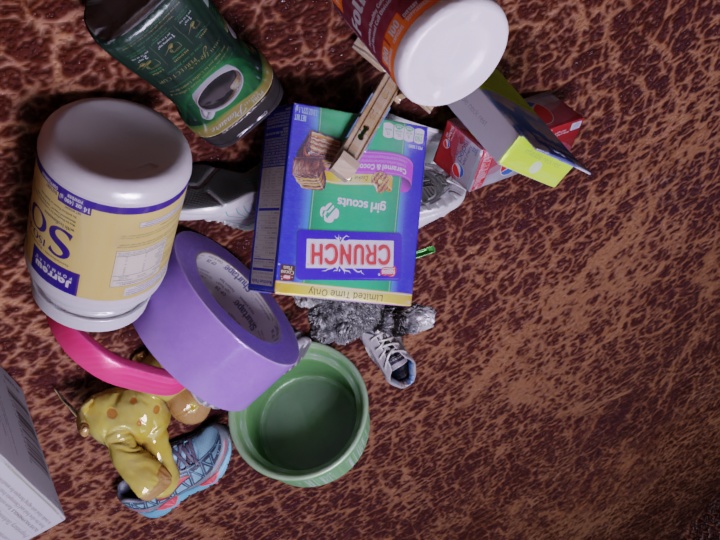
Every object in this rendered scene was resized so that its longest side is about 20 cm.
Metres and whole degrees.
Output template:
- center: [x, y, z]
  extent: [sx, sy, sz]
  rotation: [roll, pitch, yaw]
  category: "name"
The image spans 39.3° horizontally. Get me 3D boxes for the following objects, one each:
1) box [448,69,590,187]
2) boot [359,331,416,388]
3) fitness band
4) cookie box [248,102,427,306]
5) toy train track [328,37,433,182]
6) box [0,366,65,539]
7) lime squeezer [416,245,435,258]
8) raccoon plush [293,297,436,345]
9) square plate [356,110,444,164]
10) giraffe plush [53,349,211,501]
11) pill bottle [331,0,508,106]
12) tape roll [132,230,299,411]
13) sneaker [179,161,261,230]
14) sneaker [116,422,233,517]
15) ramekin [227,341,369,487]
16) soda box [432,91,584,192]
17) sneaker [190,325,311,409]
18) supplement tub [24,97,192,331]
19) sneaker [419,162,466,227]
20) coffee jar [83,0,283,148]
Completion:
- center: [0.162, -0.171, 1.143]
  extent: [0.122, 0.200, 0.048]
  rotation: [12, 126, -47]
  category: "box"
- center: [0.039, 0.099, 1.475]
  extent: [0.073, 0.096, 0.200]
  rotation: [-32, 147, -2]
  category: "boot"
- center: [-0.265, 0.074, 1.145]
  extent: [0.037, 0.144, 0.200]
  rotation: [-45, 145, 16]
  category: "fitness band"
- center: [-0.023, -0.067, 1.101]
  extent: [0.170, 0.075, 0.202]
  rotation: [6, 90, -28]
  category: "cookie box"
- center: [0.026, -0.182, 1.068]
  extent: [0.114, 0.032, 0.201]
  rotation: [37, 68, -19]
  category: "toy train track"
- center: [-0.456, 0.195, 1.088]
  extent: [0.171, 0.199, 0.200]
  rotation: [-28, 145, -8]
  category: "box"
- center: [0.000, 0.000, 1.257]
  extent: [0.199, 0.038, 0.071]
  rotation: [-17, 161, -36]
  category: "lime squeezer"
- center: [-0.005, 0.020, 1.316]
  extent: [0.198, 0.097, 0.134]
  rotation: [-8, 145, 3]
  category: "raccoon plush"
- center: [0.016, -0.111, 1.253]
  extent: [0.197, 0.029, 0.200]
  rotation: [7, 129, -45]
  category: "square plate"
- center: [-0.264, 0.172, 1.294]
  extent: [0.162, 0.172, 0.200]
  rotation: [-40, 113, -7]
  category: "giraffe plush"
- center: [0.039, -0.256, 0.934]
  extent: [0.114, 0.200, 0.115]
  rotation: [-22, 144, -17]
  category: "pill bottle"
- center: [-0.168, 0.057, 1.154]
  extent: [0.085, 0.201, 0.200]
  rotation: [-41, 146, 13]
  category: "tape roll"
- center: [-0.142, -0.075, 1.129]
  extent: [0.199, 0.071, 0.080]
  rotation: [-11, 143, -31]
  category: "sneaker"
- center: [-0.273, 0.292, 1.474]
  extent: [0.200, 0.079, 0.095]
  rotation: [-41, 144, 11]
  category: "sneaker"
- center: [-0.080, 0.210, 1.432]
  extent: [0.199, 0.201, 0.098]
  rotation: [-30, 154, -5]
  category: "ramekin"
- center: [0.187, -0.165, 1.260]
  extent: [0.199, 0.070, 0.064]
  rotation: [-21, 144, -38]
  category: "soda box"
- center: [-0.155, 0.115, 1.307]
  extent: [0.200, 0.082, 0.075]
  rotation: [-22, 146, -52]
  category: "sneaker"
- center: [-0.253, -0.052, 0.996]
  extent: [0.145, 0.146, 0.201]
  rotation: [-8, 139, -33]
  category: "supplement tub"
- center: [0.036, -0.066, 1.248]
  extent: [0.199, 0.078, 0.100]
  rotation: [-19, 152, -5]
  category: "sneaker"
- center: [-0.158, -0.201, 0.942]
  extent: [0.104, 0.085, 0.200]
  rotation: [-39, 145, 4]
  category: "coffee jar"
